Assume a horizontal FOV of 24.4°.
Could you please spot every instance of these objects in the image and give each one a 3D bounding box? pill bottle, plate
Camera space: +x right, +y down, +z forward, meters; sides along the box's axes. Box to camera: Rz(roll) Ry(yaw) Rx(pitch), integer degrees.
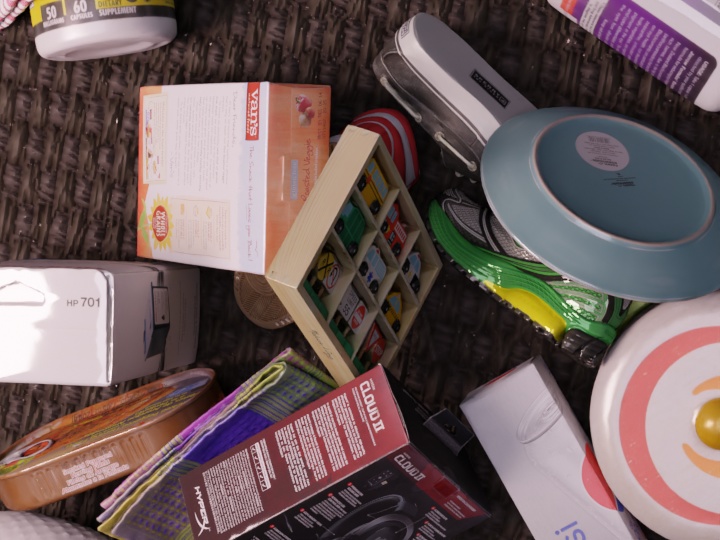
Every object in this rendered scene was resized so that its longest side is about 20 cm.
[{"bbox_3d":[0.242,-0.184,1.190,0.200,0.111,0.112,36,100,8],"label":"pill bottle"},{"bbox_3d":[-0.209,-0.269,1.281,0.111,0.111,0.201,-9,91,12],"label":"pill bottle"},{"bbox_3d":[0.183,-0.057,1.177,0.199,0.200,0.026,27,134,9],"label":"plate"}]

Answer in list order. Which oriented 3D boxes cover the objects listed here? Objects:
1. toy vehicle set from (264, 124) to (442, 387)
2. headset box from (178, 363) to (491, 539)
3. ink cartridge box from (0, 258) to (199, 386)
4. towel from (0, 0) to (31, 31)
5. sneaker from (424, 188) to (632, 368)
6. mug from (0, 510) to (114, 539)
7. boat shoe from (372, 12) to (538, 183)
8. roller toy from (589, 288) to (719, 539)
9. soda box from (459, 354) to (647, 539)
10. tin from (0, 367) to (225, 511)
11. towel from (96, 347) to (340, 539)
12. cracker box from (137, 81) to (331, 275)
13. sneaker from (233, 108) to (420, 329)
[{"bbox_3d":[0.000,0.000,1.191,0.026,0.200,0.125,20,71,24],"label":"toy vehicle set"},{"bbox_3d":[-0.009,0.164,1.239,0.199,0.149,0.077,-31,51,12],"label":"headset box"},{"bbox_3d":[-0.220,0.035,1.255,0.146,0.200,0.086,2,94,12],"label":"ink cartridge box"},{"bbox_3d":[-0.277,-0.268,1.264,0.030,0.200,0.147,-10,91,-22],"label":"towel"},{"bbox_3d":[0.126,-0.010,1.218,0.085,0.078,0.200,-53,50,0],"label":"sneaker"},{"bbox_3d":[-0.247,0.268,1.277,0.175,0.200,0.148,26,97,18],"label":"mug"},{"bbox_3d":[0.093,-0.103,1.255,0.200,0.071,0.064,47,128,0],"label":"boat shoe"},{"bbox_3d":[0.259,0.102,1.188,0.199,0.140,0.184,12,96,10],"label":"roller toy"},{"bbox_3d":[0.154,0.167,1.253,0.068,0.063,0.201,-30,87,12],"label":"soda box"},{"bbox_3d":[-0.196,0.132,1.301,0.199,0.112,0.042,-21,99,13],"label":"tin"},{"bbox_3d":[-0.091,0.153,1.274,0.200,0.144,0.023,-40,49,8],"label":"towel"},{"bbox_3d":[-0.097,-0.070,1.237,0.200,0.057,0.135,8,97,56],"label":"cracker box"},{"bbox_3d":[-0.022,-0.042,1.285,0.071,0.112,0.200,40,130,6],"label":"sneaker"}]
